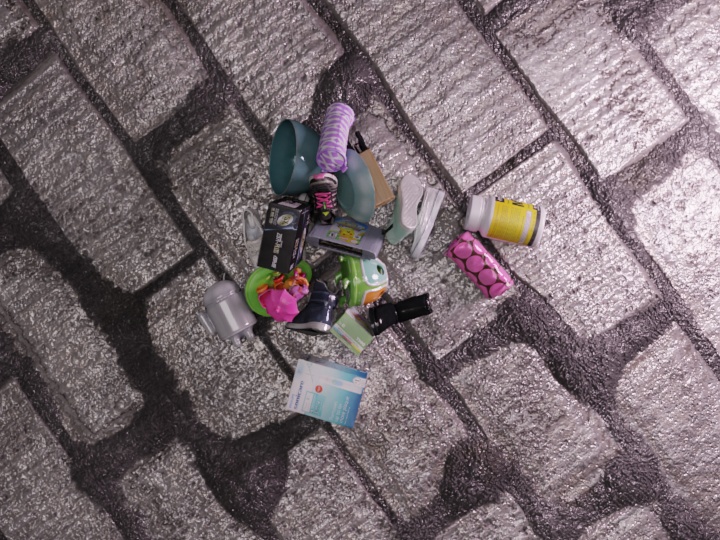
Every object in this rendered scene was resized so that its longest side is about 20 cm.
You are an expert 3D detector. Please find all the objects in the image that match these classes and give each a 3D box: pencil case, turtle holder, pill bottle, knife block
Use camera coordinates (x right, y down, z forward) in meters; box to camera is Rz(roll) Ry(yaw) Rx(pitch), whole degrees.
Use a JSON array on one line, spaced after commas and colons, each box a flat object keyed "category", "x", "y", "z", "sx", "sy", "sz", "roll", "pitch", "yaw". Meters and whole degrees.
[{"category": "pencil case", "x": 0.323, "y": -0.009, "z": 1.733, "sx": 0.094, "sy": 0.091, "sz": 0.200, "roll": -44, "pitch": 91, "yaw": -5}, {"category": "turtle holder", "x": 0.000, "y": 0.011, "z": 1.738, "sx": 0.130, "sy": 0.186, "sz": 0.142, "roll": -4, "pitch": 126, "yaw": -11}, {"category": "pill bottle", "x": 0.388, "y": -0.136, "z": 1.712, "sx": 0.197, "sy": 0.114, "sz": 0.116, "roll": 12, "pitch": 92, "yaw": 2}, {"category": "pencil case", "x": -0.062, "y": -0.346, "z": 1.644, "sx": 0.085, "sy": 0.084, "sz": 0.202, "roll": 20, "pitch": 53, "yaw": -18}, {"category": "knife block", "x": 0.012, "y": -0.280, "z": 1.701, "sx": 0.063, "sy": 0.201, "sz": 0.177, "roll": -27, "pitch": 120, "yaw": 1}]

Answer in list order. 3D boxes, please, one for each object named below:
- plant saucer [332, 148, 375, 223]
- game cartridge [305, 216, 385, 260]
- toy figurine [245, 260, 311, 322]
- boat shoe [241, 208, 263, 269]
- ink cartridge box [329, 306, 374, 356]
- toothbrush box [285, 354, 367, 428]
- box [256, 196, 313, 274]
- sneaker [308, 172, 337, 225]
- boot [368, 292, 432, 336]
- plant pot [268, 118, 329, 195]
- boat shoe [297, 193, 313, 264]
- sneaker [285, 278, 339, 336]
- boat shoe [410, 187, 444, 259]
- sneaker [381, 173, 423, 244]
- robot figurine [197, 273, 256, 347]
[{"category": "plant saucer", "x": -0.030, "y": -0.221, "z": 1.692, "sx": 0.038, "sy": 0.201, "sz": 0.203, "roll": -19, "pitch": 90, "yaw": -26}, {"category": "game cartridge", "x": -0.037, "y": -0.094, "z": 1.725, "sx": 0.197, "sy": 0.134, "sz": 0.041, "roll": 15, "pitch": 123, "yaw": 8}, {"category": "toy figurine", "x": -0.193, "y": 0.064, "z": 1.669, "sx": 0.199, "sy": 0.184, "sz": 0.151, "roll": -30, "pitch": 113, "yaw": -12}, {"category": "boat shoe", "x": -0.292, "y": -0.076, "z": 1.769, "sx": 0.070, "sy": 0.069, "sz": 0.202, "roll": -21, "pitch": 91, "yaw": 1}, {"category": "ink cartridge box", "x": -0.017, "y": 0.158, "z": 1.697, "sx": 0.104, "sy": 0.200, "sz": 0.059, "roll": 43, "pitch": 95, "yaw": 1}, {"category": "toothbrush box", "x": -0.093, "y": 0.334, "z": 1.764, "sx": 0.197, "sy": 0.085, "sz": 0.148, "roll": 17, "pitch": 92, "yaw": 4}, {"category": "box", "x": -0.191, "y": -0.096, "z": 1.634, "sx": 0.085, "sy": 0.200, "sz": 0.166, "roll": 14, "pitch": 101, "yaw": 2}, {"category": "sneaker", "x": -0.093, "y": -0.181, "z": 1.659, "sx": 0.073, "sy": 0.200, "sz": 0.089, "roll": -4, "pitch": 68, "yaw": 0}, {"category": "boot", "x": 0.111, "y": 0.114, "z": 1.697, "sx": 0.160, "sy": 0.198, "sz": 0.074, "roll": -13, "pitch": 94, "yaw": 9}, {"category": "plant pot", "x": -0.152, "y": -0.297, "z": 1.713, "sx": 0.133, "sy": 0.199, "sz": 0.203, "roll": 3, "pitch": 92, "yaw": -29}, {"category": "boat shoe", "x": -0.160, "y": -0.114, "z": 1.763, "sx": 0.065, "sy": 0.072, "sz": 0.203, "roll": 11, "pitch": 93, "yaw": -2}, {"category": "sneaker", "x": -0.129, "y": 0.101, "z": 1.733, "sx": 0.076, "sy": 0.201, "sz": 0.148, "roll": 20, "pitch": 73, "yaw": -32}, {"category": "boat shoe", "x": 0.170, "y": -0.132, "z": 1.751, "sx": 0.065, "sy": 0.074, "sz": 0.202, "roll": 21, "pitch": 83, "yaw": 7}, {"category": "sneaker", "x": 0.109, "y": -0.168, "z": 1.740, "sx": 0.073, "sy": 0.118, "sz": 0.202, "roll": 24, "pitch": 53, "yaw": -17}, {"category": "robot figurine", "x": -0.364, "y": 0.113, "z": 1.756, "sx": 0.168, "sy": 0.113, "sz": 0.202, "roll": -27, "pitch": 90, "yaw": -14}]
